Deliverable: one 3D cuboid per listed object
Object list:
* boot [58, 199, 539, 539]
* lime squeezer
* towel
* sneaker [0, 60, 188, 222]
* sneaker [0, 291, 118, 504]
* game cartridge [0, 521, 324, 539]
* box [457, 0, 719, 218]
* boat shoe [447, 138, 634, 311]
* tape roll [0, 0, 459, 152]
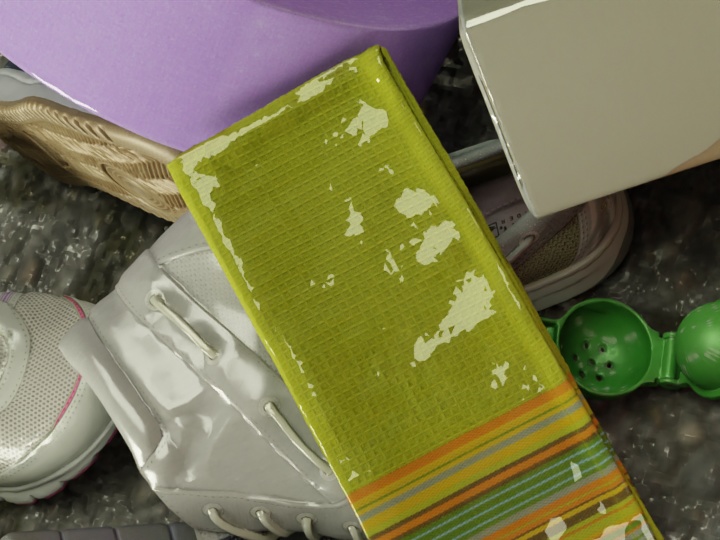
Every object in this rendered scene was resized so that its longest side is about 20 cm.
[{"bbox_3d":[-0.014,0.071,0.763,0.096,0.074,0.200,-41,86,3],"label":"boot"},{"bbox_3d":[0.103,0.017,0.757,0.199,0.071,0.038,1,51,22],"label":"lime squeezer"},{"bbox_3d":[0.019,0.031,0.720,0.086,0.018,0.201,-29,85,-3],"label":"towel"},{"bbox_3d":[-0.080,-0.085,0.857,0.109,0.070,0.200,-53,27,-11],"label":"sneaker"},{"bbox_3d":[-0.179,0.041,0.857,0.199,0.088,0.082,-5,65,28],"label":"sneaker"},{"bbox_3d":[-0.044,0.178,0.732,0.038,0.129,0.201,-47,50,42],"label":"game cartridge"},{"bbox_3d":[0.135,-0.098,0.726,0.199,0.078,0.095,-18,28,11],"label":"box"},{"bbox_3d":[0.001,0.001,0.821,0.201,0.065,0.075,-20,61,14],"label":"boat shoe"},{"bbox_3d":[-0.058,-0.122,0.806,0.200,0.199,0.066,51,127,32],"label":"tape roll"}]
